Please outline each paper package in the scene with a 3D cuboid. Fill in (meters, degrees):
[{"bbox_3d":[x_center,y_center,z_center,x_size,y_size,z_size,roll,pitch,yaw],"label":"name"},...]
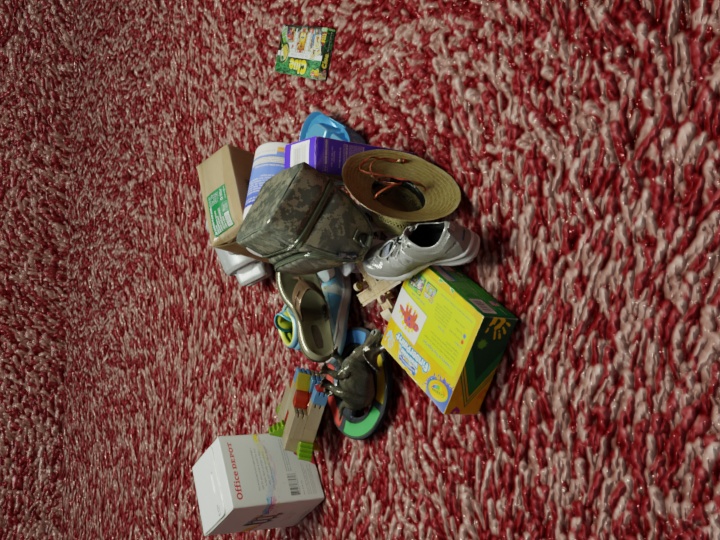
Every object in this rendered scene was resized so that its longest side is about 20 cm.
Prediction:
[{"bbox_3d":[-0.222,-0.134,1.767,0.103,0.190,0.201,-34,58,32],"label":"paper package"}]

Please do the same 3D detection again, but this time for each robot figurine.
[{"bbox_3d":[-0.262,-0.067,1.866,0.112,0.170,0.201,-25,84,6],"label":"robot figurine"}]

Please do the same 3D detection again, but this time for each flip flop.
[{"bbox_3d":[-0.089,0.061,1.501,0.058,0.081,0.201,-53,48,54],"label":"flip flop"}]

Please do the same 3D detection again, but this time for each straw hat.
[{"bbox_3d":[0.058,-0.106,1.384,0.201,0.200,0.085,57,146,42],"label":"straw hat"}]

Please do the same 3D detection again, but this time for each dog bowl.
[{"bbox_3d":[-0.052,-0.233,1.661,0.200,0.049,0.112,42,120,49],"label":"dog bowl"}]

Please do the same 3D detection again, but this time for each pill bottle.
[{"bbox_3d":[-0.160,-0.130,1.628,0.112,0.112,0.201,-23,53,53],"label":"pill bottle"}]

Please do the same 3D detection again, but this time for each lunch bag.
[{"bbox_3d":[-0.085,-0.067,1.393,0.200,0.167,0.140,-16,45,64],"label":"lunch bag"}]

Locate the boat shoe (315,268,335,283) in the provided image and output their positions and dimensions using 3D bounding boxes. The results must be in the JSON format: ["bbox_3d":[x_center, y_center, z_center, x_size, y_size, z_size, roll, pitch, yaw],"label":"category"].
[{"bbox_3d":[-0.074,-0.037,1.609,0.071,0.091,0.200,58,164,-20],"label":"boat shoe"}]

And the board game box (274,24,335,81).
[{"bbox_3d":[-0.119,-0.458,1.813,0.200,0.023,0.105,26,110,54],"label":"board game box"}]

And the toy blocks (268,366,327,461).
[{"bbox_3d":[-0.108,0.249,1.637,0.200,0.099,0.137,-123,48,-72],"label":"toy blocks"}]

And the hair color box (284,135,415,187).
[{"bbox_3d":[-0.018,-0.177,1.467,0.109,0.199,0.065,-2,86,57],"label":"hair color box"}]

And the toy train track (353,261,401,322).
[{"bbox_3d":[0.000,0.000,1.471,0.115,0.032,0.201,-35,84,48],"label":"toy train track"}]

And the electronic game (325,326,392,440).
[{"bbox_3d":[-0.005,0.201,1.546,0.200,0.041,0.201,-9,79,55],"label":"electronic game"}]

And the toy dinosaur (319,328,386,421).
[{"bbox_3d":[-0.013,0.193,1.464,0.102,0.077,0.201,19,115,15],"label":"toy dinosaur"}]

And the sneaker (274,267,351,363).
[{"bbox_3d":[-0.089,0.062,1.581,0.080,0.130,0.201,131,150,-50],"label":"sneaker"}]

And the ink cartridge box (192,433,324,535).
[{"bbox_3d":[-0.201,0.410,1.669,0.145,0.199,0.146,-49,48,41],"label":"ink cartridge box"}]

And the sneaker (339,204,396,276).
[{"bbox_3d":[0.023,-0.039,1.511,0.200,0.075,0.116,29,120,47],"label":"sneaker"}]

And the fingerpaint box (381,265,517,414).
[{"bbox_3d":[0.131,0.096,1.328,0.200,0.073,0.168,44,121,51],"label":"fingerpaint box"}]

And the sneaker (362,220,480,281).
[{"bbox_3d":[0.079,-0.042,1.308,0.199,0.082,0.075,-16,51,34],"label":"sneaker"}]
